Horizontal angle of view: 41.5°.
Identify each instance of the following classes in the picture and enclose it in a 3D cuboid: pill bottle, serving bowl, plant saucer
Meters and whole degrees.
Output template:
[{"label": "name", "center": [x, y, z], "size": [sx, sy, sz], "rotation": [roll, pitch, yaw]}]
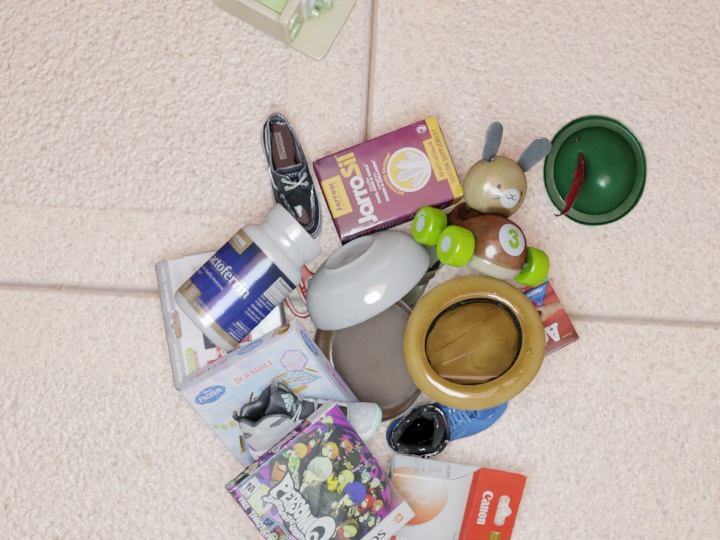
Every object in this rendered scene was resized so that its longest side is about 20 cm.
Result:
[{"label": "pill bottle", "center": [-0.155, 0.007, 1.341], "size": [0.200, 0.116, 0.116], "rotation": [-45, 87, -4]}, {"label": "serving bowl", "center": [0.000, 0.000, 1.378], "size": [0.199, 0.200, 0.066], "rotation": [-32, 111, -2]}, {"label": "plant saucer", "center": [0.020, 0.126, 1.423], "size": [0.199, 0.032, 0.202], "rotation": [1, 92, 30]}]

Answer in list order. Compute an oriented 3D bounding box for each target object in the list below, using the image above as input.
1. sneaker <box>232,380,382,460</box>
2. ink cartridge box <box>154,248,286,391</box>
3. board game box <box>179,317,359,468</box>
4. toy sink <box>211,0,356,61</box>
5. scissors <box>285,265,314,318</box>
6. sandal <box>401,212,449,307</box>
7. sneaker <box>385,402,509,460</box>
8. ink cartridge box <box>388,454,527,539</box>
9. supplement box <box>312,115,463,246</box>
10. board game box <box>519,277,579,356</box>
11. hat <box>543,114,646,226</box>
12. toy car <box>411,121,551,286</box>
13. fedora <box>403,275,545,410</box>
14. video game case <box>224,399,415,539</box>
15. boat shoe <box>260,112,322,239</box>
[{"label": "sneaker", "center": [-0.080, 0.195, 1.305], "size": [0.199, 0.078, 0.140], "rotation": [-19, 127, 8]}, {"label": "ink cartridge box", "center": [-0.204, 0.070, 1.436], "size": [0.174, 0.084, 0.201], "rotation": [-10, 86, 0]}, {"label": "board game box", "center": [-0.123, 0.193, 1.381], "size": [0.199, 0.041, 0.200], "rotation": [-28, 116, 13]}, {"label": "toy sink", "center": [-0.118, -0.433, 1.457], "size": [0.199, 0.112, 0.131], "rotation": [30, 87, 2]}, {"label": "scissors", "center": [-0.114, -0.024, 1.478], "size": [0.073, 0.014, 0.201], "rotation": [-28, 87, -2]}, {"label": "sandal", "center": [0.091, -0.017, 1.456], "size": [0.080, 0.057, 0.201], "rotation": [43, 87, 3]}, {"label": "sneaker", "center": [0.134, 0.224, 1.413], "size": [0.199, 0.111, 0.077], "rotation": [-17, 86, -2]}, {"label": "ink cartridge box", "center": [0.133, 0.358, 1.397], "size": [0.199, 0.050, 0.163], "rotation": [9, 121, 3]}, {"label": "supplement box", "center": [0.041, -0.135, 1.442], "size": [0.199, 0.103, 0.132], "rotation": [-21, 87, -1]}, {"label": "board game box", "center": [0.205, 0.099, 1.382], "size": [0.199, 0.019, 0.103], "rotation": [-27, 76, 0]}, {"label": "hat", "center": [0.366, -0.151, 1.407], "size": [0.165, 0.176, 0.201], "rotation": [12, 86, 0]}, {"label": "toy car", "center": [0.195, -0.101, 1.335], "size": [0.163, 0.158, 0.201], "rotation": [13, 106, -29]}, {"label": "fedora", "center": [0.157, 0.106, 1.334], "size": [0.199, 0.082, 0.202], "rotation": [0, 73, 1]}, {"label": "video game case", "center": [-0.051, 0.307, 1.266], "size": [0.181, 0.036, 0.201], "rotation": [-37, 102, -15]}, {"label": "boat shoe", "center": [-0.105, -0.144, 1.457], "size": [0.071, 0.068, 0.201], "rotation": [-13, 85, -9]}]
